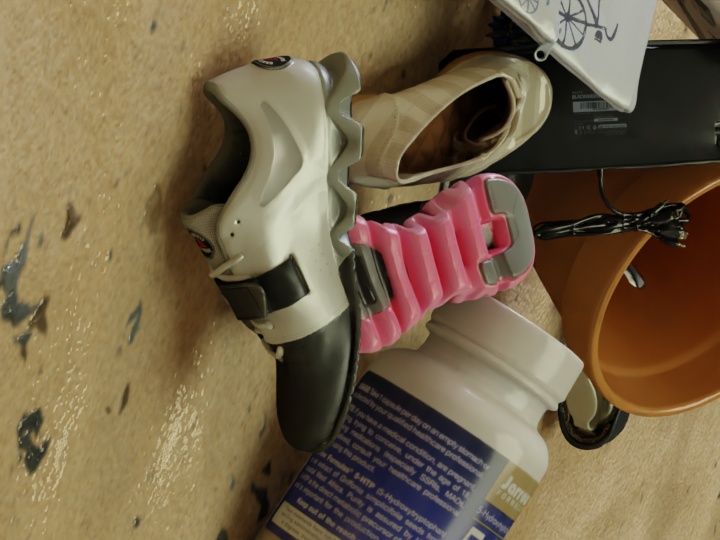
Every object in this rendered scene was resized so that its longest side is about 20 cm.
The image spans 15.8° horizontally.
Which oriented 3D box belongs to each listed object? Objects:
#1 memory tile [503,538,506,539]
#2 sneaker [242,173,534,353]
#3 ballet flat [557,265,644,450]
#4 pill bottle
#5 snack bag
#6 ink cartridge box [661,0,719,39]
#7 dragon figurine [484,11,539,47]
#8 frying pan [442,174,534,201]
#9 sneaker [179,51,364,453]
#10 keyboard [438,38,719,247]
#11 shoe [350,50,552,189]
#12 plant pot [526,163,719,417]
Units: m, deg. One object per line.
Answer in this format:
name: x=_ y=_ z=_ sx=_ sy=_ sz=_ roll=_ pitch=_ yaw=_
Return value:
memory tile: x=0.087 y=0.138 z=1.637 sx=0.200 sy=0.017 sz=0.154 roll=49 pitch=48 yaw=-81
sneaker: x=0.000 y=0.000 z=1.414 sx=0.200 sy=0.095 sz=0.079 roll=-14 pitch=96 yaw=-40
ballet flat: x=0.180 y=0.046 z=1.899 sx=0.073 sy=0.073 sz=0.200 roll=-39 pitch=143 yaw=-55
pill bottle: x=0.036 y=0.113 z=1.471 sx=0.200 sy=0.120 sz=0.120 roll=-57 pitch=157 yaw=-4
snack bag: x=0.123 y=-0.209 z=1.491 sx=0.200 sy=0.021 sz=0.189 roll=37 pitch=59 yaw=-40
ink cartridge box: x=0.233 y=-0.200 z=1.652 sx=0.085 sy=0.200 sz=0.146 roll=-42 pitch=156 yaw=1
dragon figurine: x=0.110 y=-0.209 z=1.548 sx=0.100 sy=0.059 sz=0.200 roll=-59 pitch=156 yaw=-33
frying pan: x=0.100 y=-0.067 z=1.678 sx=0.190 sy=0.031 sz=0.115 roll=-20 pitch=126 yaw=-60
sneaker: x=-0.049 y=-0.006 z=1.283 sx=0.088 sy=0.074 sz=0.200 roll=-5 pitch=99 yaw=-23
keyboard: x=0.143 y=-0.075 z=1.572 sx=0.021 sy=0.200 sz=0.127 roll=-173 pitch=-100 yaw=-72
shoe: x=0.055 y=-0.080 z=1.462 sx=0.200 sy=0.053 sz=0.070 roll=-20 pitch=116 yaw=-49
plant pot: x=0.197 y=-0.024 z=1.721 sx=0.200 sy=0.140 sz=0.200 roll=-22 pitch=136 yaw=-22
